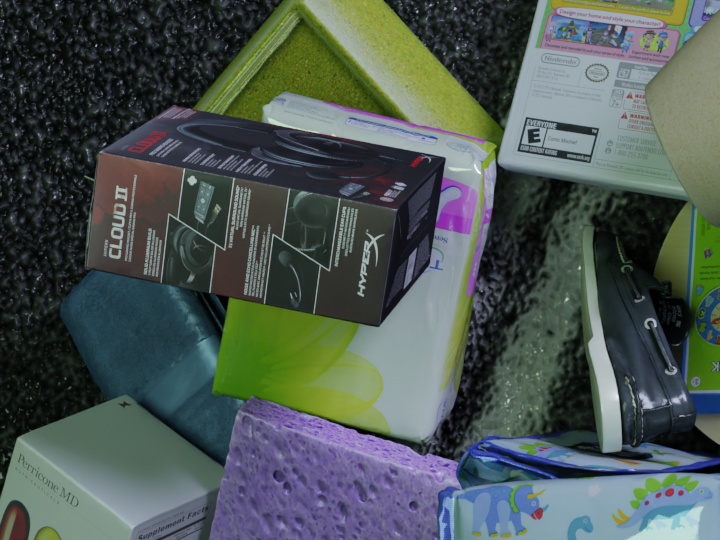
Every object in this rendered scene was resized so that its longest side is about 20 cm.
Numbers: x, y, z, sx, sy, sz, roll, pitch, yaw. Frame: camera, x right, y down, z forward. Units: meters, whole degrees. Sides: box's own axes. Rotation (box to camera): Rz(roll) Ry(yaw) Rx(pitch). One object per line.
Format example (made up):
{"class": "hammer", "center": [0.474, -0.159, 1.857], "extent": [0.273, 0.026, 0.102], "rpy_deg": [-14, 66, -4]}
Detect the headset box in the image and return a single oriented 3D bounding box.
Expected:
{"class": "headset box", "center": [-0.063, -0.037, 1.535], "extent": [0.200, 0.149, 0.077], "rpy_deg": [12, 106, 11]}

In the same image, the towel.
{"class": "towel", "center": [-0.122, 0.076, 1.757], "extent": [0.112, 0.049, 0.200], "rpy_deg": [-40, 71, 25]}

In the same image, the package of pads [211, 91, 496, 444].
{"class": "package of pads", "center": [0.000, 0.000, 1.644], "extent": [0.154, 0.068, 0.200], "rpy_deg": [14, 107, 8]}

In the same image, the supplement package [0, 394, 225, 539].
{"class": "supplement package", "center": [-0.178, 0.203, 1.716], "extent": [0.114, 0.109, 0.200], "rpy_deg": [33, 121, 26]}

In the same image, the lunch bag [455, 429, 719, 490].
{"class": "lunch bag", "center": [0.163, 0.167, 1.526], "extent": [0.200, 0.170, 0.127], "rpy_deg": [41, 106, 21]}

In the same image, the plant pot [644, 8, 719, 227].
{"class": "plant pot", "center": [0.270, -0.109, 1.459], "extent": [0.200, 0.187, 0.187], "rpy_deg": [-26, 75, 17]}

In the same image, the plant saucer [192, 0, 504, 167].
{"class": "plant saucer", "center": [-0.032, -0.081, 1.717], "extent": [0.200, 0.048, 0.200], "rpy_deg": [-49, 67, 18]}

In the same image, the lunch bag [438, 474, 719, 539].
{"class": "lunch bag", "center": [0.141, 0.210, 1.369], "extent": [0.170, 0.127, 0.200], "rpy_deg": [-6, 82, 25]}

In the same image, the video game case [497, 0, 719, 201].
{"class": "video game case", "center": [0.197, -0.135, 1.592], "extent": [0.200, 0.022, 0.182], "rpy_deg": [11, 82, 29]}

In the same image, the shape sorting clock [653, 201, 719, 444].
{"class": "shape sorting clock", "center": [0.266, 0.019, 1.553], "extent": [0.200, 0.039, 0.200], "rpy_deg": [-10, 72, 32]}

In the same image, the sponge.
{"class": "sponge", "center": [0.007, 0.160, 1.643], "extent": [0.200, 0.030, 0.112], "rpy_deg": [18, 118, 11]}

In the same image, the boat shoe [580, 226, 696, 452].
{"class": "boat shoe", "center": [0.168, 0.037, 1.551], "extent": [0.066, 0.199, 0.075], "rpy_deg": [-5, 118, 3]}
